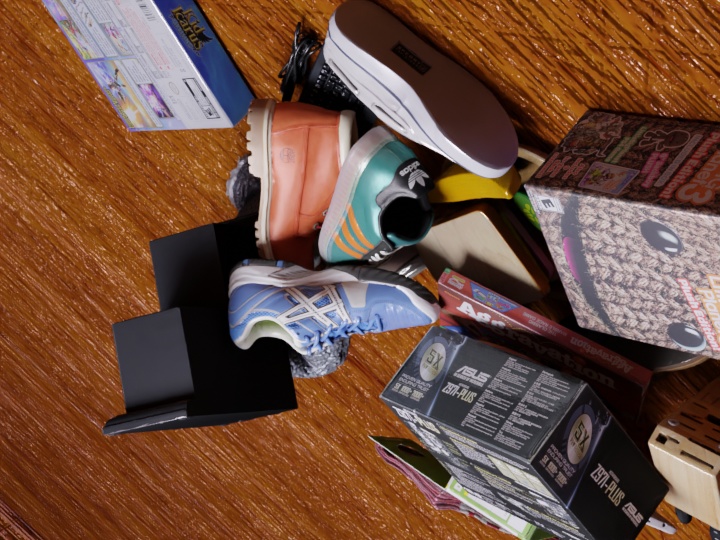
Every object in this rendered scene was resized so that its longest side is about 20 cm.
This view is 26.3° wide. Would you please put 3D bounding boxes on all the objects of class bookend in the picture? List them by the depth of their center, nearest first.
[{"bbox_3d":[-0.160,0.045,1.435,0.092,0.200,0.199,-15,82,25],"label":"bookend"}]

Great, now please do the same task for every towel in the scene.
[{"bbox_3d":[0.120,0.245,1.668,0.200,0.023,0.144,27,-174,-33],"label":"towel"}]

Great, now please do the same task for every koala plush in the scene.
[{"bbox_3d":[-0.095,-0.005,1.584,0.177,0.184,0.200,49,130,33],"label":"koala plush"}]

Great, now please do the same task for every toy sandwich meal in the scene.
[{"bbox_3d":[0.132,-0.029,1.350,0.205,0.070,0.205,30,150,20],"label":"toy sandwich meal"}]

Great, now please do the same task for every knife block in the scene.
[{"bbox_3d":[0.301,0.189,1.348,0.064,0.200,0.176,25,118,27],"label":"knife block"}]

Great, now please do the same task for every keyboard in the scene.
[{"bbox_3d":[-0.037,-0.155,1.418,0.104,0.040,0.200,38,151,4],"label":"keyboard"}]

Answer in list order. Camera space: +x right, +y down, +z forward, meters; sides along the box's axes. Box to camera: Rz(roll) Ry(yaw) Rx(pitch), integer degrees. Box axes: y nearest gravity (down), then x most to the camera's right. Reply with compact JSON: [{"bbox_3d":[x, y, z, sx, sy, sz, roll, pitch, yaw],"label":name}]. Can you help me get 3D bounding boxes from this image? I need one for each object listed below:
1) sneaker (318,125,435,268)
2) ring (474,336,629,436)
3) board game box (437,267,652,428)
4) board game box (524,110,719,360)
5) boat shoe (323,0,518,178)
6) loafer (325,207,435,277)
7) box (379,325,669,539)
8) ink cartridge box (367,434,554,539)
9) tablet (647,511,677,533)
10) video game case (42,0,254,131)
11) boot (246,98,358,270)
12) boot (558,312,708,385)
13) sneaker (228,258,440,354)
[{"bbox_3d":[0.017,-0.037,1.358,0.080,0.071,0.200,45,152,20],"label":"sneaker"},{"bbox_3d":[0.163,0.119,1.419,0.200,0.019,0.200,29,159,12],"label":"ring"},{"bbox_3d":[0.159,0.069,1.362,0.200,0.019,0.103,27,158,16],"label":"board game box"},{"bbox_3d":[0.252,-0.024,1.182,0.200,0.097,0.160,12,141,43],"label":"board game box"},{"bbox_3d":[0.049,-0.144,1.296,0.200,0.074,0.065,47,147,13],"label":"boat shoe"},{"bbox_3d":[0.000,0.000,1.489,0.200,0.072,0.063,-32,94,20],"label":"loafer"},{"bbox_3d":[0.141,0.149,1.338,0.200,0.086,0.164,19,156,52],"label":"box"},{"bbox_3d":[0.126,0.196,1.602,0.200,0.076,0.148,31,-175,21],"label":"ink cartridge box"},{"bbox_3d":[0.211,0.198,1.517,0.130,0.014,0.200,25,-175,-32],"label":"tablet"},{"bbox_3d":[-0.218,-0.230,1.530,0.181,0.045,0.200,3,134,47],"label":"video game case"},{"bbox_3d":[-0.045,-0.062,1.434,0.107,0.075,0.200,0,120,5],"label":"boot"},{"bbox_3d":[0.256,0.067,1.357,0.075,0.074,0.200,30,160,-24],"label":"boot"},{"bbox_3d":[-0.026,0.040,1.392,0.200,0.077,0.076,2,154,17],"label":"sneaker"}]
